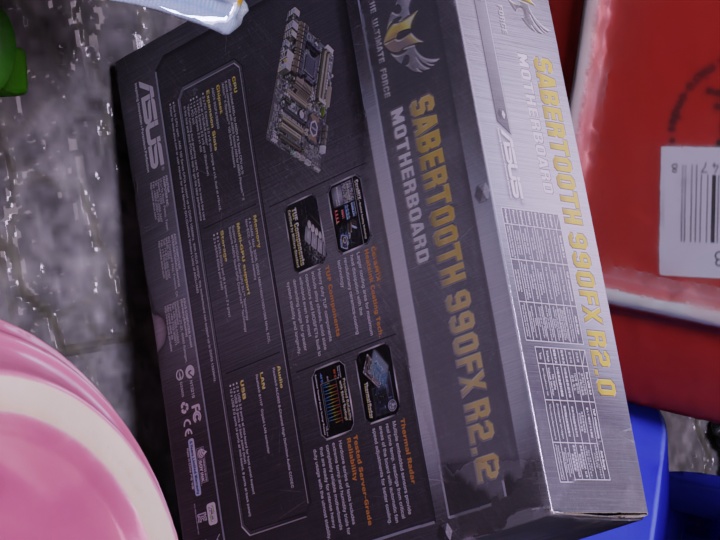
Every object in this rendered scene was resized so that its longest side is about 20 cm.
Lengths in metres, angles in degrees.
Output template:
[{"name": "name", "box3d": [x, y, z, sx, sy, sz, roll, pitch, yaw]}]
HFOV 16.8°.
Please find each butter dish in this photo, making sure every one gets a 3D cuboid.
[{"name": "butter dish", "box3d": [0.160, -0.048, 0.857, 0.148, 0.200, 0.200, -7, 107, -62]}]

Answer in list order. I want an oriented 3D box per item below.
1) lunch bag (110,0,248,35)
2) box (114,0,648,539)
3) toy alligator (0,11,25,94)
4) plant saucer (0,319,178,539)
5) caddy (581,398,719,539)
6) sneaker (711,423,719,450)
[{"name": "lunch bag", "box3d": [-0.112, -0.177, 0.697, 0.199, 0.127, 0.170, 12, 102, -12]}, {"name": "box", "box3d": [0.000, 0.000, 0.777, 0.048, 0.158, 0.201, 6, 68, -46]}, {"name": "toy alligator", "box3d": [-0.166, -0.067, 0.703, 0.200, 0.054, 0.059, 2, 81, -46]}, {"name": "plant saucer", "box3d": [-0.123, 0.108, 0.732, 0.200, 0.051, 0.201, 9, 77, -44]}, {"name": "caddy", "box3d": [0.108, 0.135, 0.836, 0.105, 0.141, 0.200, 85, 15, -45]}, {"name": "sneaker", "box3d": [0.212, 0.129, 1.060, 0.090, 0.066, 0.201, -9, 88, -44]}]
